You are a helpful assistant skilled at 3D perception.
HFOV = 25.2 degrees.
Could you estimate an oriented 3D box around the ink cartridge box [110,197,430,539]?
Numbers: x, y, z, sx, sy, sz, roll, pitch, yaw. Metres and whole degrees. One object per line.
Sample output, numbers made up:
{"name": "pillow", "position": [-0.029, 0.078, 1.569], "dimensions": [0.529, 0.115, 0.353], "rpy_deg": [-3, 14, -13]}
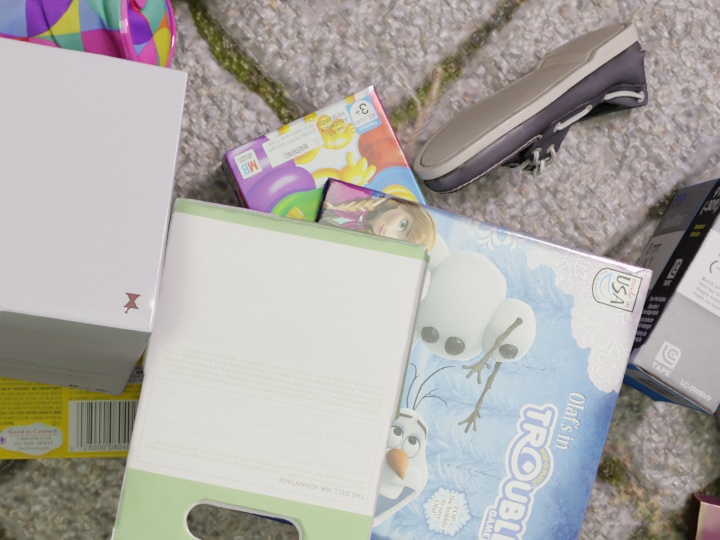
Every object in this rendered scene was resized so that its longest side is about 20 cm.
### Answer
{"name": "ink cartridge box", "position": [-0.050, 0.070, 0.897], "dimensions": [0.145, 0.048, 0.201], "rpy_deg": [11, 90, 1]}

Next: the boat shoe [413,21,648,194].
{"name": "boat shoe", "position": [0.116, -0.091, 1.019], "dimensions": [0.200, 0.073, 0.063], "rpy_deg": [-36, 111, -33]}

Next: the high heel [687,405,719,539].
{"name": "high heel", "position": [0.278, 0.102, 1.062], "dimensions": [0.096, 0.067, 0.201], "rpy_deg": [8, 103, 1]}

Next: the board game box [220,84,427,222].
{"name": "board game box", "position": [0.000, 0.000, 1.015], "dimensions": [0.105, 0.103, 0.201], "rpy_deg": [-25, 92, -5]}

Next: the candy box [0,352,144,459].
{"name": "candy box", "position": [-0.213, 0.068, 1.017], "dimensions": [0.199, 0.026, 0.103], "rpy_deg": [1, 96, -13]}

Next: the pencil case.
{"name": "pencil case", "position": [-0.214, -0.139, 0.976], "dimensions": [0.199, 0.088, 0.089], "rpy_deg": [-3, 90, 12]}

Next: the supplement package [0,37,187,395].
{"name": "supplement package", "position": [-0.208, -0.029, 0.907], "dimensions": [0.190, 0.200, 0.148], "rpy_deg": [10, 74, -11]}

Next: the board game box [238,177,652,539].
{"name": "board game box", "position": [0.048, 0.068, 0.945], "dimensions": [0.198, 0.043, 0.201], "rpy_deg": [15, 90, -4]}

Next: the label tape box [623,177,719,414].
{"name": "label tape box", "position": [0.229, -0.014, 1.018], "dimensions": [0.063, 0.144, 0.200], "rpy_deg": [31, 87, -3]}
